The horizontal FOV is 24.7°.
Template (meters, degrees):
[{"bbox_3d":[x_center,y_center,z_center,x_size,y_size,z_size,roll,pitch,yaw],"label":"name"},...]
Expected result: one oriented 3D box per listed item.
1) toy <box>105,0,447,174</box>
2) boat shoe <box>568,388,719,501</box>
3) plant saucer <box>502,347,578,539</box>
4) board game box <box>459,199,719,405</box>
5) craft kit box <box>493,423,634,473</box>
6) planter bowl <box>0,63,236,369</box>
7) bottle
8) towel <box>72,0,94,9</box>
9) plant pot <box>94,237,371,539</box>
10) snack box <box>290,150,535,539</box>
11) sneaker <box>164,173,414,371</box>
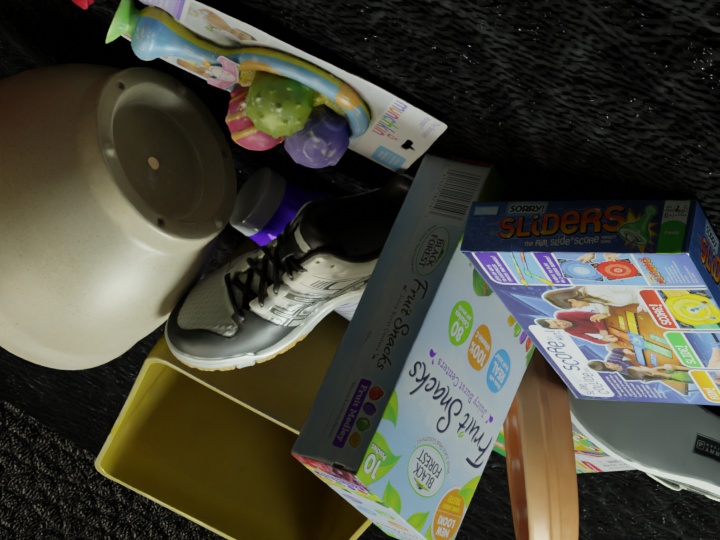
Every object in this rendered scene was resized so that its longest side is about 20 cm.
[{"bbox_3d":[-0.058,-0.099,0.959,0.199,0.047,0.115,29,166,-6],"label":"toy"},{"bbox_3d":[0.222,0.122,1.175,0.199,0.071,0.064,28,163,-10],"label":"boat shoe"},{"bbox_3d":[0.121,0.115,1.130,0.037,0.202,0.200,-5,161,1],"label":"plant saucer"},{"bbox_3d":[0.158,0.023,0.969,0.134,0.035,0.200,1,152,29],"label":"board game box"},{"bbox_3d":[0.112,0.102,1.339,0.197,0.049,0.200,32,163,-10],"label":"craft kit box"},{"bbox_3d":[-0.165,-0.051,1.068,0.134,0.201,0.200,-24,133,35],"label":"planter bowl"},{"bbox_3d":[0.000,0.000,1.147,0.199,0.066,0.083,34,164,-23],"label":"bottle"},{"bbox_3d":[-0.236,-0.220,0.906,0.199,0.023,0.145,26,163,3],"label":"towel"},{"bbox_3d":[-0.061,0.086,1.255,0.199,0.177,0.200,27,144,-5],"label":"plant pot"},{"bbox_3d":[0.047,0.052,0.988,0.053,0.201,0.142,14,160,34],"label":"snack box"},{"bbox_3d":[-0.039,-0.007,1.042,0.088,0.199,0.076,64,-179,-59],"label":"sneaker"}]
